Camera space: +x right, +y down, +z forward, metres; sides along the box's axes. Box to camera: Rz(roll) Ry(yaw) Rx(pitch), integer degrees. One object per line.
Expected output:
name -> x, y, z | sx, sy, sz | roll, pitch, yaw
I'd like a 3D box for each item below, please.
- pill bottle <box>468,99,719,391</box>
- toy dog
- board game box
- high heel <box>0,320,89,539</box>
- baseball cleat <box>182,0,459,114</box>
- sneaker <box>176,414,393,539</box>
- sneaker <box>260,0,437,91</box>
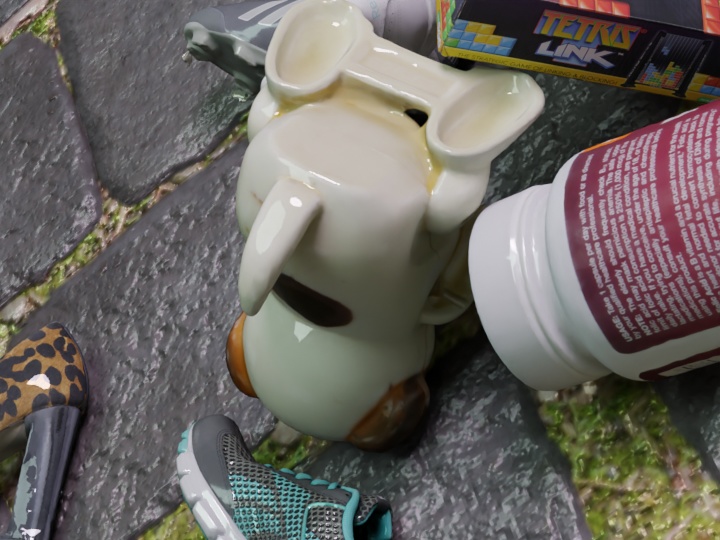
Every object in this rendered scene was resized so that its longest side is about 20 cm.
pill bottle -> 0.157, -0.015, 1.054 | 0.199, 0.114, 0.115 | -19, 52, 33
toy dog -> 0.000, 0.000, 1.154 | 0.139, 0.201, 0.194 | 16, 44, 9
board game box -> 0.122, -0.189, 1.168 | 0.057, 0.164, 0.201 | 119, 156, -52
high heel -> -0.264, 0.089, 1.365 | 0.199, 0.071, 0.143 | 8, 69, 4
baseball cleat -> -0.013, -0.144, 1.347 | 0.199, 0.070, 0.107 | 18, 70, 38
sneaker -> -0.027, 0.137, 1.171 | 0.091, 0.078, 0.200 | -33, 46, 0
sneaker -> -0.030, -0.086, 1.249 | 0.075, 0.088, 0.201 | 42, 127, 16
